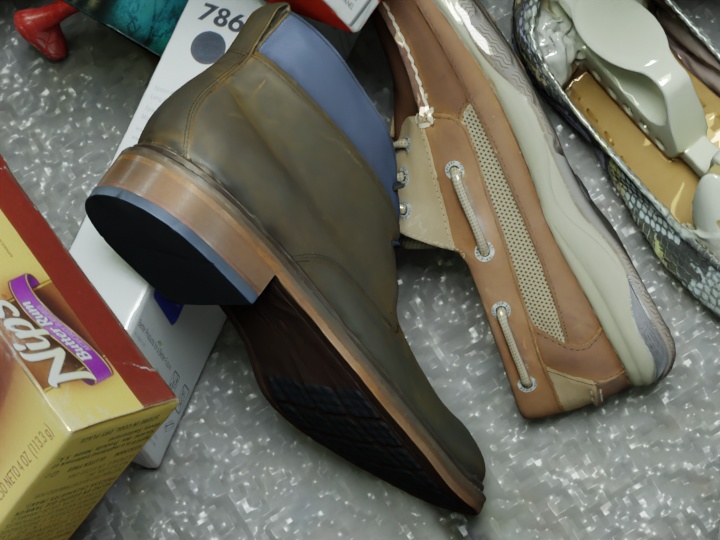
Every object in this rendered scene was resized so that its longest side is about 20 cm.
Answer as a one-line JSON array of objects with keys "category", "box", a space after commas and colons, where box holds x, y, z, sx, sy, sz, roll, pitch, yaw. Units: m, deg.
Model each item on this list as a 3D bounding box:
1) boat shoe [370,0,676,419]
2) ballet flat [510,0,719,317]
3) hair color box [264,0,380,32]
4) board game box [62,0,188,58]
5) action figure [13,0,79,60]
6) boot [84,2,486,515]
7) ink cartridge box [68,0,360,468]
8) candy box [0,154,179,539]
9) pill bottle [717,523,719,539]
[{"category": "boat shoe", "box": [0.039, -0.035, 0.865, 0.072, 0.076, 0.200, -29, 93, 7]}, {"category": "ballet flat", "box": [0.124, -0.045, 0.886, 0.072, 0.072, 0.200, -38, 73, -7]}, {"category": "hair color box", "box": [0.007, -0.194, 0.794, 0.064, 0.111, 0.200, 25, 79, 48]}, {"category": "board game box", "box": [-0.055, -0.180, 0.834, 0.028, 0.135, 0.200, 30, 92, 28]}, {"category": "action figure", "box": [-0.030, -0.136, 0.939, 0.200, 0.099, 0.065, -19, 73, 23]}, {"category": "boot", "box": [0.000, 0.000, 0.835, 0.075, 0.200, 0.097, 7, 58, 48]}, {"category": "ink cartridge box", "box": [-0.058, -0.034, 0.883, 0.039, 0.099, 0.200, 21, 74, 15]}, {"category": "candy box", "box": [-0.158, 0.065, 0.822, 0.117, 0.056, 0.200, 53, 125, 17]}, {"category": "pill bottle", "box": [0.220, 0.112, 0.802, 0.200, 0.113, 0.113, 7, 73, 8]}]
